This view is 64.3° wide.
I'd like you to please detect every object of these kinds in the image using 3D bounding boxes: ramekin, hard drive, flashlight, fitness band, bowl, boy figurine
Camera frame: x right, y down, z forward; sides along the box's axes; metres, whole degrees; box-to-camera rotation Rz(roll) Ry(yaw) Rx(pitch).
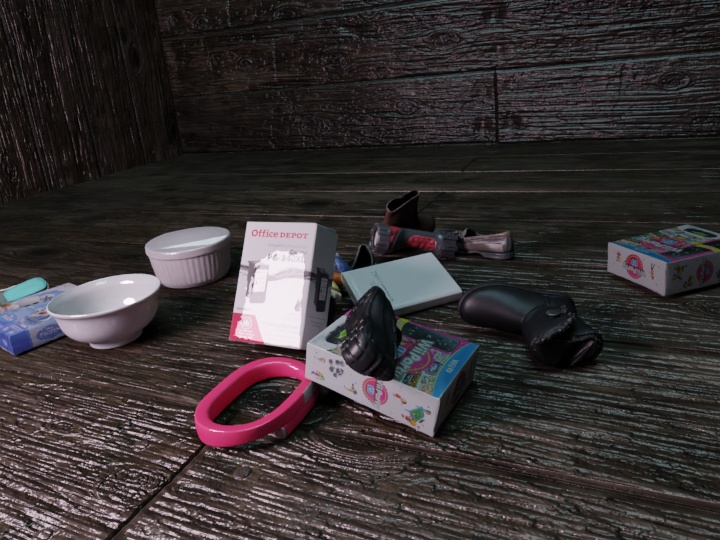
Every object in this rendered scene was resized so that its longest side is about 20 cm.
[{"bbox_3d":[-0.397,-0.030,1.348,0.198,0.096,0.203,-5,19,2],"label":"ramekin"},{"bbox_3d":[0.077,0.030,1.096,0.197,0.027,0.132,-13,41,-18],"label":"hard drive"},{"bbox_3d":[0.120,-0.060,1.279,0.196,0.069,0.068,9,25,-16],"label":"flashlight"},{"bbox_3d":[-0.138,0.179,0.795,0.141,0.038,0.200,1,20,25],"label":"fitness band"},{"bbox_3d":[-0.462,0.083,1.061,0.197,0.092,0.202,-6,20,2],"label":"bowl"},{"bbox_3d":[-0.101,0.040,1.091,0.122,0.066,0.200,4,15,-14],"label":"boy figurine"}]

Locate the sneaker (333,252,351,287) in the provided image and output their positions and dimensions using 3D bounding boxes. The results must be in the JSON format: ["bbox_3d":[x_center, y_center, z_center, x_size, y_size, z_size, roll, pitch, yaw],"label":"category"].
[{"bbox_3d":[-0.065,-0.015,1.229,0.087,0.077,0.199,-14,16,-31],"label":"sneaker"}]

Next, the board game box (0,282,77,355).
[{"bbox_3d":[-0.639,0.090,1.160,0.198,0.044,0.198,11,24,38],"label":"board game box"}]

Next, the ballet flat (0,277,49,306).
[{"bbox_3d":[-0.766,0.075,1.218,0.069,0.071,0.198,13,26,42],"label":"ballet flat"}]

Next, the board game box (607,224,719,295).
[{"bbox_3d":[0.596,-0.023,1.076,0.196,0.065,0.148,-12,21,-15],"label":"board game box"}]

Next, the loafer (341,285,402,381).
[{"bbox_3d":[0.019,0.080,0.748,0.068,0.070,0.201,-48,10,17],"label":"loafer"}]

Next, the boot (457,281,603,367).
[{"bbox_3d":[0.254,0.081,0.884,0.196,0.078,0.168,3,17,6],"label":"boot"}]

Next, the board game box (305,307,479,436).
[{"bbox_3d":[0.045,0.127,0.791,0.197,0.065,0.147,19,29,25],"label":"board game box"}]

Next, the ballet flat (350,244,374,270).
[{"bbox_3d":[0.000,0.000,1.207,0.065,0.058,0.200,-6,20,1],"label":"ballet flat"}]

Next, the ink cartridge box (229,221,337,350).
[{"bbox_3d":[-0.126,0.024,0.951,0.143,0.204,0.083,3,-8,26],"label":"ink cartridge box"}]

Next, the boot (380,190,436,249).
[{"bbox_3d":[0.123,-0.124,1.353,0.198,0.167,0.073,-29,64,-29],"label":"boot"}]

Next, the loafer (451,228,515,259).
[{"bbox_3d":[0.266,-0.072,1.322,0.198,0.064,0.071,12,26,40],"label":"loafer"}]
